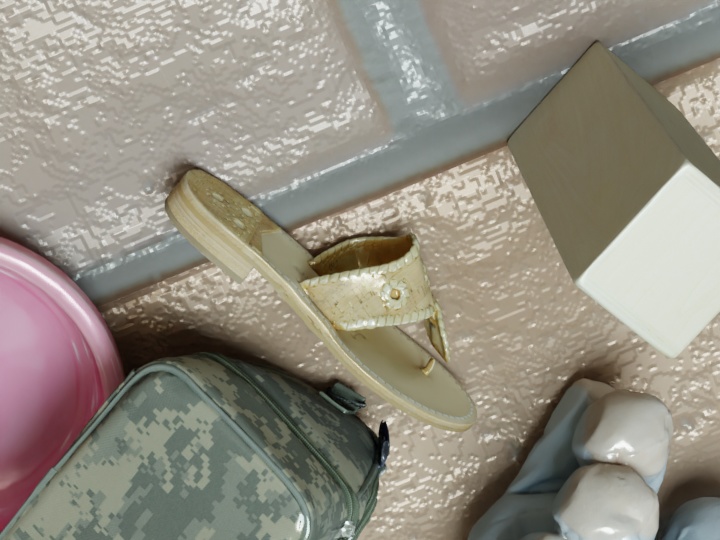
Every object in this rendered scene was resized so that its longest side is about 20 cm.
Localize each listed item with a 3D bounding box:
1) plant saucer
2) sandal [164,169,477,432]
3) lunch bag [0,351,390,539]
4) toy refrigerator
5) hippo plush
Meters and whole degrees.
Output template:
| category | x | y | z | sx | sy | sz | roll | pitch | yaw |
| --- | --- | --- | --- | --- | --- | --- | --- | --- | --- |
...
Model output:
| category | x | y | z | sx | sy | sz | roll | pitch | yaw |
| --- | --- | --- | --- | --- | --- | --- | --- | --- | --- |
| plant saucer | -0.227 | 0.065 | 0.979 | 0.200 | 0.051 | 0.201 | -2 | 113 | -5 |
| sandal | 0.000 | 0.002 | 0.957 | 0.212 | 0.078 | 0.070 | 37 | 111 | -12 |
| lunch bag | -0.085 | 0.144 | 0.960 | 0.139 | 0.168 | 0.200 | 41 | 102 | 13 |
| toy refrigerator | 0.136 | -0.039 | 0.884 | 0.070 | 0.200 | 0.076 | 37 | 104 | -18 |
| hippo plush | 0.147 | 0.177 | 0.990 | 0.161 | 0.159 | 0.200 | 35 | 105 | -10 |
